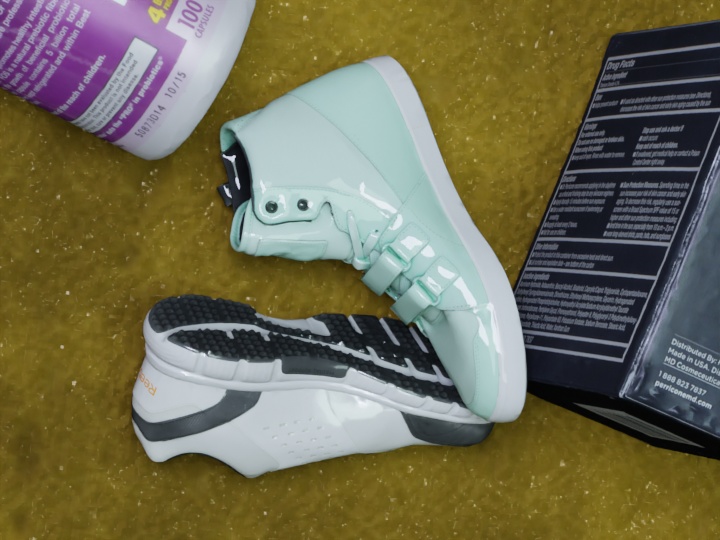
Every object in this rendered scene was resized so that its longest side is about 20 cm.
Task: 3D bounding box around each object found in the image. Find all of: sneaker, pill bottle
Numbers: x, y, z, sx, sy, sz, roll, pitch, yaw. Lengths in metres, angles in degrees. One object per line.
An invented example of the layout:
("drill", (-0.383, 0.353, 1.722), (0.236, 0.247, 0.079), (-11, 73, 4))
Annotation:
("sneaker", (-0.026, 0.066, 1.377), (0.200, 0.074, 0.080), (10, 117, -22))
("sneaker", (0.000, 0.000, 1.355), (0.118, 0.074, 0.201), (-20, 76, -21))
("pill bottle", (-0.159, -0.143, 1.293), (0.200, 0.112, 0.112), (26, 84, -18))

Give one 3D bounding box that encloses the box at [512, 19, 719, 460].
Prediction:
("box", (0.178, -0.013, 1.362), (0.123, 0.200, 0.199), (23, 85, -17))
